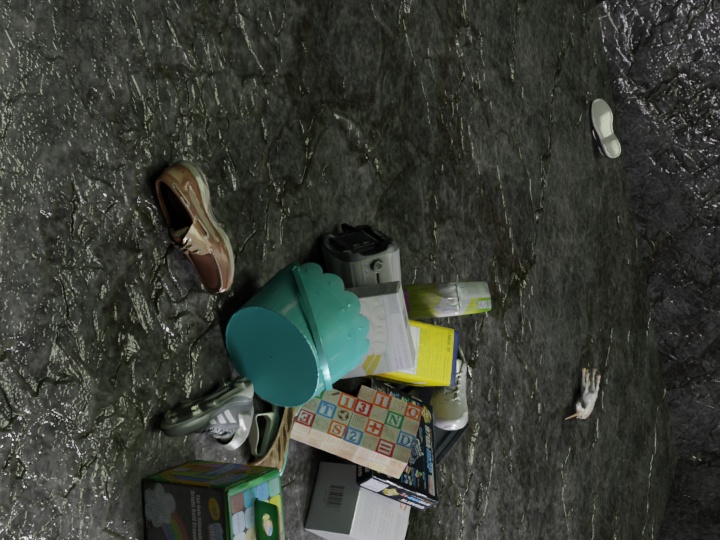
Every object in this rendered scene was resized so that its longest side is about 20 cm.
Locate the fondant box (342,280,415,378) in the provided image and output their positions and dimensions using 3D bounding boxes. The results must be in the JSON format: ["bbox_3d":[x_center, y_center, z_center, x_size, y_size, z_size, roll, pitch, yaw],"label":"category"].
[{"bbox_3d":[-0.018,0.105,1.614,0.058,0.200,0.145,-70,150,-66],"label":"fondant box"}]

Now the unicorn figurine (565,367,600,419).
[{"bbox_3d":[0.695,0.375,2.927,0.200,0.074,0.138,-12,110,-65],"label":"unicorn figurine"}]

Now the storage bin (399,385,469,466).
[{"bbox_3d":[0.098,0.314,1.893,0.134,0.145,0.200,57,36,0],"label":"storage bin"}]

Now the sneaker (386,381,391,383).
[{"bbox_3d":[0.102,0.182,1.919,0.200,0.087,0.074,-3,84,-60],"label":"sneaker"}]

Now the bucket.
[{"bbox_3d":[-0.100,0.104,1.490,0.135,0.207,0.208,-40,123,-48],"label":"bucket"}]

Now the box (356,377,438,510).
[{"bbox_3d":[0.065,0.309,1.715,0.159,0.046,0.200,28,44,-32],"label":"box"}]

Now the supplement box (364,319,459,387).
[{"bbox_3d":[0.073,0.152,1.791,0.200,0.109,0.109,14,75,-34],"label":"supplement box"}]

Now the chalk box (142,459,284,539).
[{"bbox_3d":[-0.185,0.342,1.330,0.124,0.200,0.125,-6,95,-59],"label":"chalk box"}]

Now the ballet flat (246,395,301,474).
[{"bbox_3d":[-0.141,0.236,1.555,0.072,0.068,0.200,29,67,-34],"label":"ballet flat"}]

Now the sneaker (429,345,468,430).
[{"bbox_3d":[0.171,0.221,1.855,0.200,0.078,0.100,-86,176,-54],"label":"sneaker"}]

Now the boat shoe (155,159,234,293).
[{"bbox_3d":[-0.244,-0.055,1.373,0.072,0.076,0.200,-36,111,-50],"label":"boat shoe"}]

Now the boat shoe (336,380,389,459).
[{"bbox_3d":[0.002,0.258,1.773,0.072,0.072,0.200,64,34,-22],"label":"boat shoe"}]

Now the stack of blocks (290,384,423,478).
[{"bbox_3d":[-0.006,0.258,1.623,0.059,0.200,0.115,110,0,-50],"label":"stack of blocks"}]

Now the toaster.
[{"bbox_3d":[0.000,0.000,1.699,0.113,0.200,0.129,-14,110,-18],"label":"toaster"}]

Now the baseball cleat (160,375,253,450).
[{"bbox_3d":[-0.214,0.227,1.412,0.200,0.070,0.107,-24,110,-56],"label":"baseball cleat"}]

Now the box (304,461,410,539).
[{"bbox_3d":[0.001,0.438,1.741,0.200,0.097,0.125,43,53,-50],"label":"box"}]

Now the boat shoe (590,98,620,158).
[{"bbox_3d":[0.796,-0.463,3.135,0.060,0.074,0.200,-163,-130,-81],"label":"boat shoe"}]

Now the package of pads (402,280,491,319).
[{"bbox_3d":[0.135,0.059,1.876,0.154,0.200,0.068,-1,84,-59],"label":"package of pads"}]
